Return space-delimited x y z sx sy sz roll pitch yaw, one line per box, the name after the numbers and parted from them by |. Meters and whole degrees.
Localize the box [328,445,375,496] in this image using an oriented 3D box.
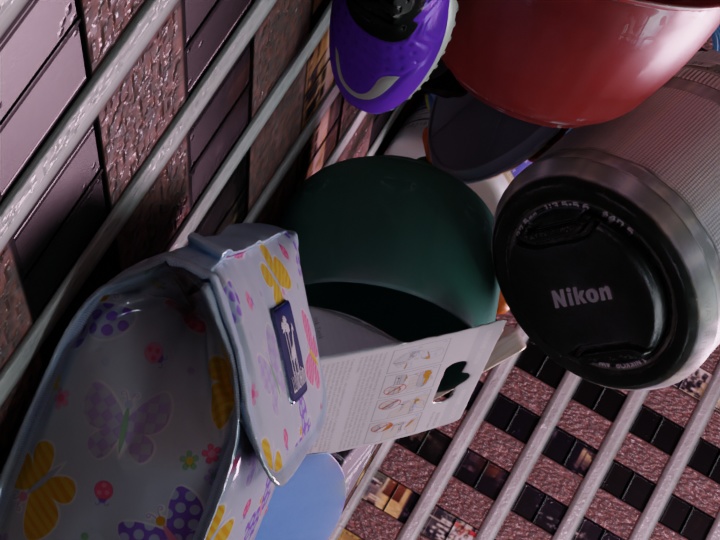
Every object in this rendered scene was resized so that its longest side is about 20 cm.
-0.075 0.161 1.285 0.201 0.117 0.197 -62 173 18 | box

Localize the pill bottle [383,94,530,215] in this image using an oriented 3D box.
0.109 -0.127 1.450 0.201 0.119 0.120 -57 172 -35 | pill bottle

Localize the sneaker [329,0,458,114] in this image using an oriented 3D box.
0.014 -0.165 0.880 0.099 0.069 0.202 -38 153 -55 | sneaker

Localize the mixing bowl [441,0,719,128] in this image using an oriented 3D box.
0.113 -0.155 1.012 0.200 0.199 0.109 -49 163 -58 | mixing bowl

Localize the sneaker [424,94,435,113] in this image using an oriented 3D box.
0.110 -0.195 1.338 0.200 0.082 0.071 -56 174 -29 | sneaker

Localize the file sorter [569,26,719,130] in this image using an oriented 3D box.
0.239 -0.147 1.440 0.200 0.121 0.140 -28 124 -73 | file sorter

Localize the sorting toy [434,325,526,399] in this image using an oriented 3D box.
0.023 0.079 1.546 0.199 0.070 0.199 -29 -174 -9 | sorting toy

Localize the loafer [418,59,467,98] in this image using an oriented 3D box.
0.041 -0.149 1.108 0.072 0.063 0.200 -61 173 2 | loafer

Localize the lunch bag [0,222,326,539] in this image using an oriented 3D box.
-0.088 0.077 0.844 0.170 0.126 0.202 -31 143 -80 | lunch bag

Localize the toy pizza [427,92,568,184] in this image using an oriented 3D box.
0.121 -0.139 1.169 0.200 0.032 0.201 -41 -152 28 | toy pizza

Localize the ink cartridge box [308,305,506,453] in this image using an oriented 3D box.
-0.021 0.066 1.092 0.198 0.051 0.163 -13 155 -15 | ink cartridge box

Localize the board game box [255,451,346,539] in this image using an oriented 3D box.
-0.105 0.163 1.117 0.198 0.039 0.159 -4 135 -35 | board game box

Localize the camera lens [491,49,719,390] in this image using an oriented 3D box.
0.190 -0.033 1.097 0.200 0.160 0.161 -39 161 -39 | camera lens

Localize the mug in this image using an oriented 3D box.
0.003 -0.005 1.138 0.152 0.183 0.115 70 29 -57 | mug

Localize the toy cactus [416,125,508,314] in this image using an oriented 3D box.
0.042 -0.029 1.286 0.164 0.102 0.202 -10 -120 46 | toy cactus
